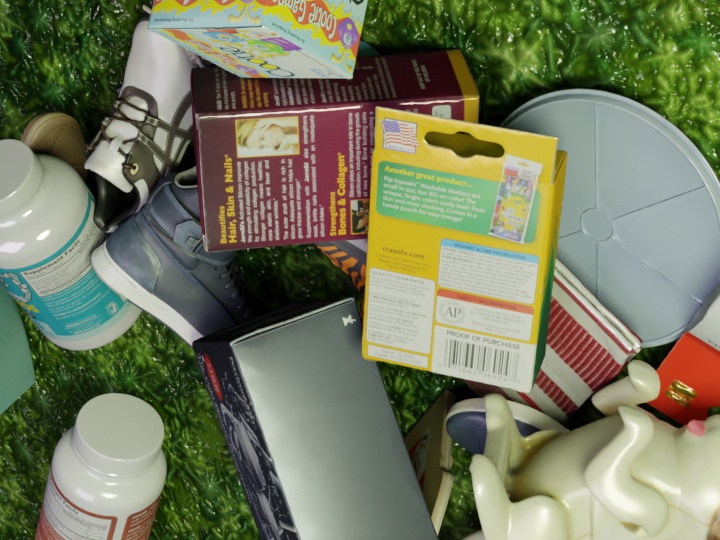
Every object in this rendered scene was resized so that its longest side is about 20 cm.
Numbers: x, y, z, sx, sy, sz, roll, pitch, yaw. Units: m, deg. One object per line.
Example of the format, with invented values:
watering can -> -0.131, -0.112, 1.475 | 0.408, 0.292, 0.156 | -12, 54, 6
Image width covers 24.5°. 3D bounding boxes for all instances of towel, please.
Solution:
towel -> 0.121, 0.046, 1.247 | 0.144, 0.023, 0.200 | 45, 150, 7

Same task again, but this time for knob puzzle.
knob puzzle -> 0.036, 0.225, 1.357 | 0.030, 0.220, 0.220 | 22, 136, -13

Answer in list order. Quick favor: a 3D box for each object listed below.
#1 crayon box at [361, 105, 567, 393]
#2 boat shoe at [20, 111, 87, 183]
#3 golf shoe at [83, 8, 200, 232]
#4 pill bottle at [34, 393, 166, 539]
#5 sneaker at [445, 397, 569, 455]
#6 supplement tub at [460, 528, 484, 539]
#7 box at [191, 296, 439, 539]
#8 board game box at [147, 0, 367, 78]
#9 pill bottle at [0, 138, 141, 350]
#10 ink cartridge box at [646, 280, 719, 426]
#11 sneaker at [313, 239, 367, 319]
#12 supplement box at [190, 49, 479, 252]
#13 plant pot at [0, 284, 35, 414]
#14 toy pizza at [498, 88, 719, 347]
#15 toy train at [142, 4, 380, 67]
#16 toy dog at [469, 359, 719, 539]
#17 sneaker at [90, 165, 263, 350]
crayon box -> 0.071, -0.022, 1.137 | 0.125, 0.052, 0.201 | 11, 123, 13
boat shoe -> -0.301, -0.065, 1.518 | 0.065, 0.071, 0.201 | 47, 133, 38
golf shoe -> -0.180, -0.115, 1.374 | 0.078, 0.094, 0.201 | 26, 128, 26
pill bottle -> -0.252, 0.217, 1.625 | 0.112, 0.112, 0.200 | 35, 132, 16
sneaker -> 0.145, 0.173, 1.266 | 0.200, 0.085, 0.075 | 28, 149, 9
supplement tub -> 0.143, 0.315, 1.324 | 0.144, 0.145, 0.200 | -18, 121, 44
box -> -0.041, 0.130, 1.297 | 0.182, 0.104, 0.201 | 168, 82, -74
board game box -> -0.053, -0.240, 1.113 | 0.103, 0.105, 0.201 | 6, 81, 36
pill bottle -> -0.270, -0.025, 1.439 | 0.110, 0.111, 0.200 | 16, 152, 31
ink cartridge box -> 0.294, 0.076, 1.121 | 0.160, 0.047, 0.200 | 32, 131, 4
sneaker -> 0.000, 0.000, 1.286 | 0.200, 0.077, 0.112 | 32, 137, 49
supplement box -> -0.019, -0.087, 1.191 | 0.199, 0.086, 0.111 | -4, 121, -5
plant pot -> -0.426, 0.060, 1.655 | 0.141, 0.141, 0.200 | -12, 116, 43
toy pizza -> 0.175, -0.038, 1.179 | 0.200, 0.032, 0.201 | 19, 126, 28
toy train -> -0.076, -0.172, 1.268 | 0.200, 0.085, 0.116 | 46, 125, 7
toy dog -> 0.192, 0.163, 1.150 | 0.199, 0.140, 0.195 | -11, 101, 15
sneaker -> -0.103, -0.002, 1.393 | 0.202, 0.077, 0.146 | 35, 111, -21
